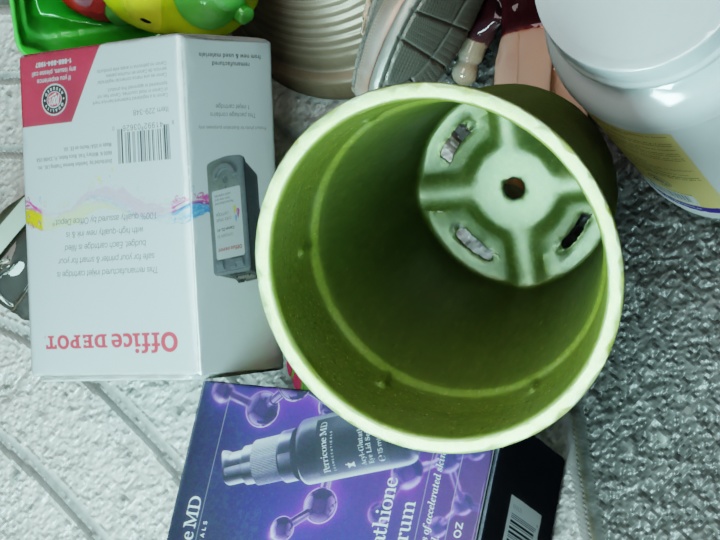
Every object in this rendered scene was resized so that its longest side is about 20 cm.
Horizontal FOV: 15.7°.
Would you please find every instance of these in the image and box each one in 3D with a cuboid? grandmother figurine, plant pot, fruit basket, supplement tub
[{"bbox_3d":[0.110,-0.142,1.578,0.121,0.061,0.201,-6,71,15],"label":"grandmother figurine"},{"bbox_3d":[-0.013,-0.216,1.646,0.200,0.093,0.202,-9,68,23],"label":"plant pot"},{"bbox_3d":[0.067,-0.026,1.443,0.199,0.190,0.201,5,108,17],"label":"plant pot"},{"bbox_3d":[-0.146,-0.209,1.619,0.154,0.216,0.217,-7,65,-5],"label":"fruit basket"},{"bbox_3d":[0.187,-0.127,1.448,0.145,0.200,0.146,-9,66,22],"label":"supplement tub"}]

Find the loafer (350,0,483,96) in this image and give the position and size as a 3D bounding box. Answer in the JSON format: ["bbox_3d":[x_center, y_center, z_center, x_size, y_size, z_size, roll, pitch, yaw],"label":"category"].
[{"bbox_3d":[0.043,-0.190,1.573,0.063,0.072,0.201,29,94,33],"label":"loafer"}]

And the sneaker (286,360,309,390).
[{"bbox_3d":[0.000,0.000,1.575,0.077,0.083,0.201,128,150,-50],"label":"sneaker"}]

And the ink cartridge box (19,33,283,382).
[{"bbox_3d":[-0.127,-0.036,1.572,0.147,0.085,0.201,-1,92,41],"label":"ink cartridge box"}]

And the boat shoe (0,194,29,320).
[{"bbox_3d":[-0.169,-0.057,1.680,0.061,0.072,0.201,44,79,-11],"label":"boat shoe"}]

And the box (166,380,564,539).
[{"bbox_3d":[-0.001,0.153,1.488,0.199,0.104,0.149,3,73,27],"label":"box"}]
